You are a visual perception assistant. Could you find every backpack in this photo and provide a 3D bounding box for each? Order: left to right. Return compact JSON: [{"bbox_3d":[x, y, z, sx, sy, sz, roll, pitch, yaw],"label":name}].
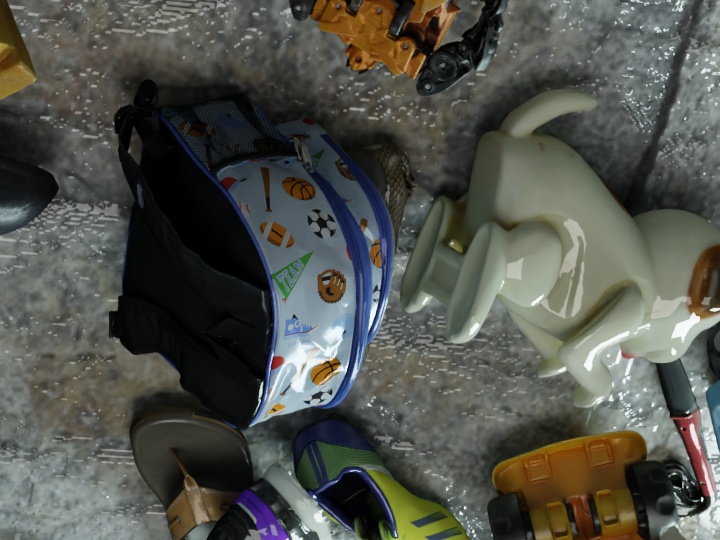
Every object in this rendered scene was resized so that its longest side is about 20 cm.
[{"bbox_3d":[-0.066,0.002,1.579,0.154,0.191,0.200,-12,131,-21],"label":"backpack"}]

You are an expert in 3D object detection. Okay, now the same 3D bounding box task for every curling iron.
[{"bbox_3d":[0.225,0.107,1.812,0.050,0.026,0.200,-15,129,-1],"label":"curling iron"}]

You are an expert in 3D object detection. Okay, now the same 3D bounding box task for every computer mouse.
[{"bbox_3d":[-0.281,-0.056,1.546,0.200,0.138,0.053,16,82,-35],"label":"computer mouse"}]

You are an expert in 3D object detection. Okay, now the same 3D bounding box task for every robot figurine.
[{"bbox_3d":[0.040,-0.202,1.498,0.145,0.058,0.200,33,124,7],"label":"robot figurine"}]

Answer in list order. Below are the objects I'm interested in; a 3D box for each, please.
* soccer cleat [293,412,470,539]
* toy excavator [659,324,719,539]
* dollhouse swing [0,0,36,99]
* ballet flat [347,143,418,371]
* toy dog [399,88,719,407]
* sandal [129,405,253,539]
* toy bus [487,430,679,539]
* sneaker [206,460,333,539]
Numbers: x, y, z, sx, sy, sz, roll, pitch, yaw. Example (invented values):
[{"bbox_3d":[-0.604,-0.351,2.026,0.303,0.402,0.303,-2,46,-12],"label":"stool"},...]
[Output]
[{"bbox_3d":[0.018,0.184,1.802,0.065,0.084,0.200,-33,126,16],"label":"soccer cleat"},{"bbox_3d":[0.285,0.131,1.729,0.194,0.200,0.100,-16,128,3],"label":"toy excavator"},{"bbox_3d":[-0.327,-0.157,1.437,0.176,0.182,0.200,-37,126,6],"label":"dollhouse swing"},{"bbox_3d":[0.000,0.000,1.677,0.046,0.067,0.200,-18,134,-38],"label":"ballet flat"},{"bbox_3d":[0.152,-0.009,1.659,0.200,0.140,0.194,19,86,-20],"label":"toy dog"},{"bbox_3d":[-0.113,0.175,1.793,0.082,0.055,0.200,-9,129,-2],"label":"sandal"},{"bbox_3d":[0.176,0.235,1.838,0.136,0.200,0.192,-14,165,3],"label":"toy bus"},{"bbox_3d":[-0.062,0.219,1.789,0.100,0.070,0.200,-41,143,-12],"label":"sneaker"}]
